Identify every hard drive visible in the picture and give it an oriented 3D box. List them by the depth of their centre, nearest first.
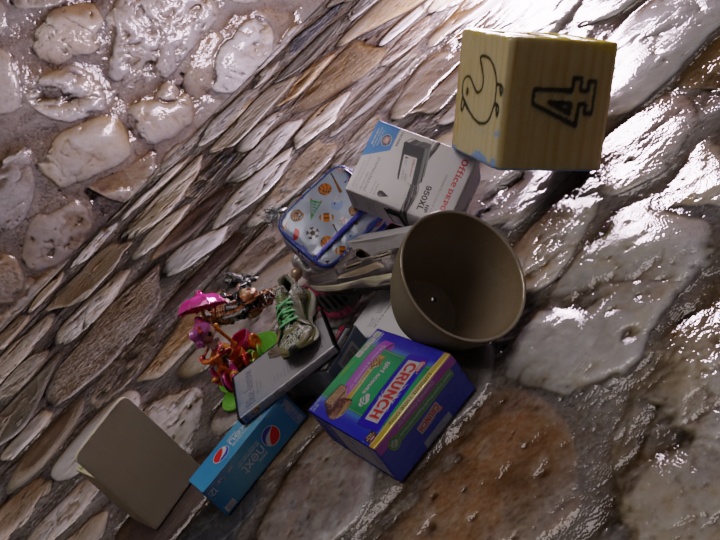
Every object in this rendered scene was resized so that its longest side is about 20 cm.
[{"bbox_3d":[0.077,0.067,1.489,0.199,0.027,0.132,-2,45,54],"label":"hard drive"}]

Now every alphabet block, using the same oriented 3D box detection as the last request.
[{"bbox_3d":[0.275,-0.279,1.469,0.193,0.203,0.195,-2,18,-19],"label":"alphabet block"}]

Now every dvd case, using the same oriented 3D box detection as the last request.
[{"bbox_3d":[-0.128,0.156,1.500,0.199,0.018,0.143,-38,25,4],"label":"dvd case"}]

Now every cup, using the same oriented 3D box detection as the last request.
[{"bbox_3d":[0.120,0.035,1.324,0.202,0.199,0.143,-59,6,-33],"label":"cup"}]

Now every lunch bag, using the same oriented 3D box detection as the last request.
[{"bbox_3d":[-0.040,-0.091,1.673,0.160,0.076,0.200,39,74,22],"label":"lunch bag"}]

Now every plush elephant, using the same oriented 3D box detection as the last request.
[{"bbox_3d":[-0.081,-0.078,1.816,0.197,0.156,0.166,-17,-29,-25],"label":"plush elephant"}]

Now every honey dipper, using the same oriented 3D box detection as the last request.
[{"bbox_3d":[-0.136,0.092,1.639,0.038,0.038,0.203,1,74,54],"label":"honey dipper"}]

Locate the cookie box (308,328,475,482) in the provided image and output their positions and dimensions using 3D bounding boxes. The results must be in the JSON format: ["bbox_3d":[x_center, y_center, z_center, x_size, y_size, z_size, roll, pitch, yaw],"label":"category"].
[{"bbox_3d":[0.041,0.184,1.298,0.171,0.075,0.199,-48,27,-16],"label":"cookie box"}]

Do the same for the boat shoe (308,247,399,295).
[{"bbox_3d":[0.000,0.000,1.547,0.197,0.074,0.075,-7,80,29],"label":"boat shoe"}]

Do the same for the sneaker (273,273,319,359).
[{"bbox_3d":[-0.121,0.072,1.503,0.076,0.089,0.201,-32,24,11],"label":"sneaker"}]

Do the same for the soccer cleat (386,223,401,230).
[{"bbox_3d":[0.108,-0.123,1.720,0.198,0.067,0.077,-30,57,12],"label":"soccer cleat"}]

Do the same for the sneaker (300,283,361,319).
[{"bbox_3d":[-0.068,0.043,1.689,0.198,0.080,0.096,-14,25,42],"label":"sneaker"}]

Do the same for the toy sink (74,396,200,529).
[{"bbox_3d":[-0.397,0.321,1.551,0.111,0.200,0.131,-2,46,52],"label":"toy sink"}]

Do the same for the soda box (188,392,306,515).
[{"bbox_3d":[-0.180,0.286,1.462,0.201,0.064,0.068,-50,27,-18],"label":"soda box"}]

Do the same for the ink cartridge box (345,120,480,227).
[{"bbox_3d":[0.095,-0.155,1.593,0.198,0.084,0.146,22,77,16],"label":"ink cartridge box"}]

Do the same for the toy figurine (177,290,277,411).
[{"bbox_3d":[-0.268,0.131,1.688,0.149,0.184,0.201,-27,29,26],"label":"toy figurine"}]

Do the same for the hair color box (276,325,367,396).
[{"bbox_3d":[-0.078,0.155,1.529,0.198,0.061,0.100,-11,38,48],"label":"hair color box"}]

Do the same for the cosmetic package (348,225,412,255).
[{"bbox_3d":[0.076,-0.030,1.549,0.198,0.084,0.050,-7,13,41],"label":"cosmetic package"}]

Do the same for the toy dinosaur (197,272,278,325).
[{"bbox_3d":[-0.230,0.069,1.833,0.196,0.104,0.136,1,13,-11],"label":"toy dinosaur"}]
